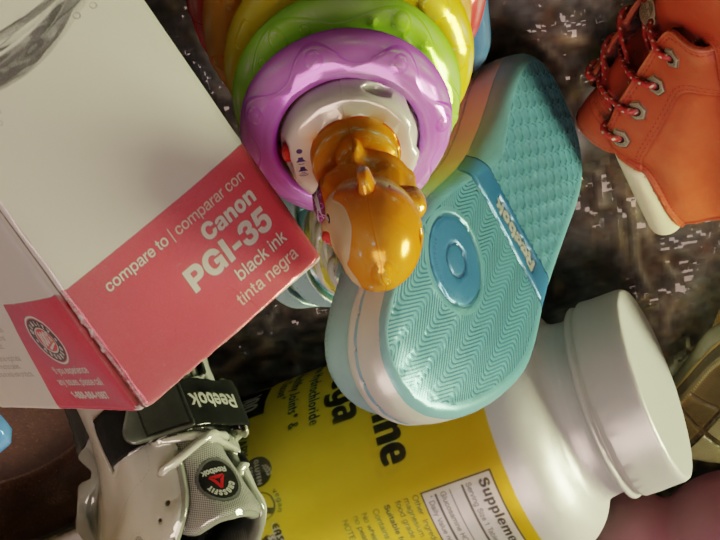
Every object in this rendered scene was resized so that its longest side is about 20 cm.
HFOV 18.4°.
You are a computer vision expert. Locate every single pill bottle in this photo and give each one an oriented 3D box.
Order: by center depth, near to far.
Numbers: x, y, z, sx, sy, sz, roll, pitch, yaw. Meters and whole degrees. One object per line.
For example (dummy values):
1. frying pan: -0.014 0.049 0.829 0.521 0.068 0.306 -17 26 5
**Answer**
1. pill bottle: 0.036 0.082 0.958 0.198 0.113 0.113 -21 135 16

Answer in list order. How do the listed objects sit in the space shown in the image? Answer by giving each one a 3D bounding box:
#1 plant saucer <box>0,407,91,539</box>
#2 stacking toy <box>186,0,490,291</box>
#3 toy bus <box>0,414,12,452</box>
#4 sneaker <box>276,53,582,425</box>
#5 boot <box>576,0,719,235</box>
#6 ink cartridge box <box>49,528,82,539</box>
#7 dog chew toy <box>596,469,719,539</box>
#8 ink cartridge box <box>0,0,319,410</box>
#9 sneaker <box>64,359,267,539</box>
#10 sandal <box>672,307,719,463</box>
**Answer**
1. plant saucer: -0.190 0.052 0.964 0.198 0.035 0.201 -3 137 -3
2. stacking toy: -0.003 -0.060 0.738 0.109 0.201 0.117 -7 129 0
3. toy bus: -0.227 0.079 0.868 0.192 0.200 0.136 -44 136 -11
4. sneaker: 0.000 0.000 0.817 0.130 0.200 0.080 -14 113 28
5. boot: 0.122 -0.084 0.825 0.106 0.076 0.200 -15 137 17
6. ink cartridge box: -0.150 0.206 1.032 0.199 0.145 0.084 -24 174 24
7. dog chew toy: 0.186 0.148 1.044 0.198 0.125 0.125 6 137 1
8. ink cartridge box: -0.123 -0.057 0.716 0.201 0.083 0.146 56 157 -14
9. sneaker: -0.073 0.069 0.893 0.074 0.202 0.088 -11 -173 -41
10. sandal: 0.190 0.025 0.963 0.080 0.054 0.200 20 146 -17
